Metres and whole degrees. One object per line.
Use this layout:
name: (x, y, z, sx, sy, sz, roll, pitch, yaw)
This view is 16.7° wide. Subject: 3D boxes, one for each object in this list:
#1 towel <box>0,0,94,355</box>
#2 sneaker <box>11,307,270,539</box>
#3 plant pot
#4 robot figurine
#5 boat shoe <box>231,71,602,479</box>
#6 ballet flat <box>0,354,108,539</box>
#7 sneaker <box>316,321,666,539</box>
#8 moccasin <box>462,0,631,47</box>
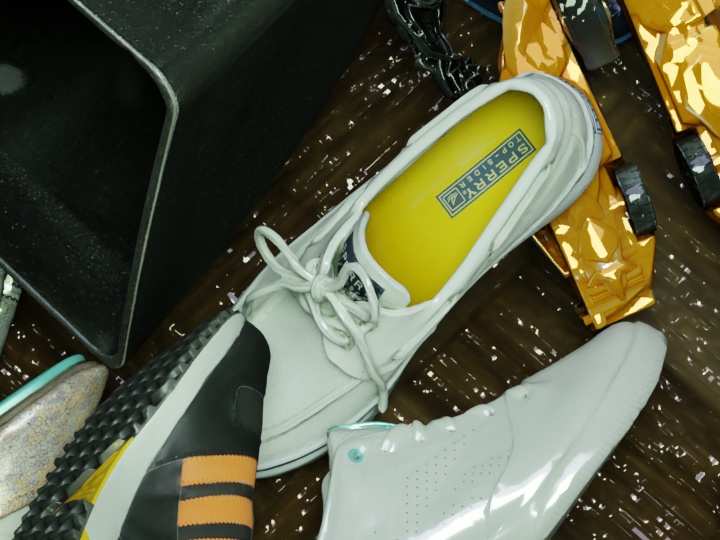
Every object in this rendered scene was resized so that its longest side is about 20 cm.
towel: (-0.220, -0.033, 0.963, 0.192, 0.035, 0.201, 14, 83, 6)
sneaker: (-0.065, 0.099, 0.843, 0.090, 0.070, 0.200, 46, 37, -13)
plant pot: (-0.087, -0.124, 0.881, 0.200, 0.200, 0.177, 41, 62, 12)
robot figurine: (0.094, -0.086, 0.965, 0.145, 0.058, 0.200, -23, 86, 1)
boat shoe: (0.004, 0.003, 0.908, 0.202, 0.086, 0.075, -41, 76, 12)
ballet flat: (-0.163, 0.111, 0.909, 0.200, 0.068, 0.067, -35, 86, -2)
sneaker: (0.031, 0.078, 0.916, 0.088, 0.075, 0.200, 41, 73, 11)
moccasin: (0.040, -0.168, 1.032, 0.200, 0.068, 0.080, 38, 71, 15)
